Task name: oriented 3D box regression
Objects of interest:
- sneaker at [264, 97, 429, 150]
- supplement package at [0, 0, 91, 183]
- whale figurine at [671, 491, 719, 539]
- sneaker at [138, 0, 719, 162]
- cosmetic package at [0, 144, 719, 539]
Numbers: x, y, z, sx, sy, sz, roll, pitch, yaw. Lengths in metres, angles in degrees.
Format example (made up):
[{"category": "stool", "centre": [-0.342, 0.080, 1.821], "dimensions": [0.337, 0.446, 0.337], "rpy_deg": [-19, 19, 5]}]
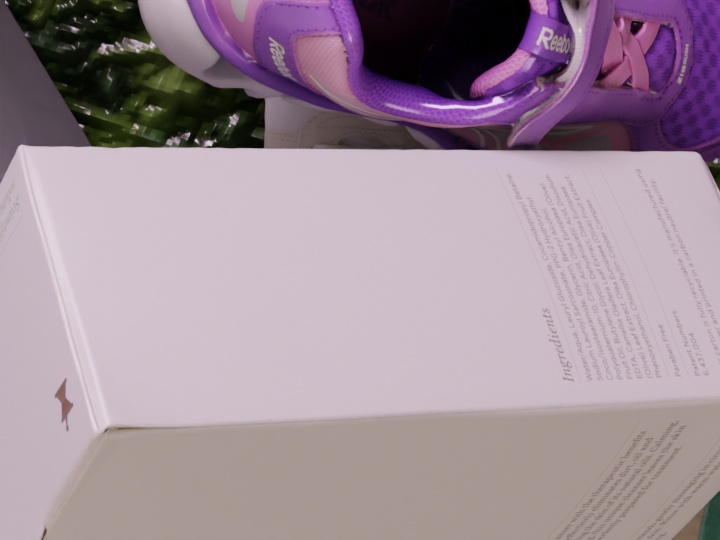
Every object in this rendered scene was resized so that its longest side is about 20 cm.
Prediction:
[{"category": "sneaker", "centre": [0.000, 0.000, 0.748], "dimensions": [0.070, 0.094, 0.200], "rpy_deg": [6, 125, -14]}, {"category": "supplement package", "centre": [-0.183, -0.002, 0.707], "dimensions": [0.199, 0.114, 0.110], "rpy_deg": [-22, 129, 8]}, {"category": "whale figurine", "centre": [0.168, 0.059, 0.766], "dimensions": [0.200, 0.104, 0.159], "rpy_deg": [-42, 130, -34]}, {"category": "sneaker", "centre": [0.043, -0.062, 0.675], "dimensions": [0.200, 0.088, 0.081], "rpy_deg": [10, 94, -33]}, {"category": "cosmetic package", "centre": [-0.002, 0.031, 0.644], "dimensions": [0.199, 0.085, 0.108], "rpy_deg": [1, 145, -30]}]
